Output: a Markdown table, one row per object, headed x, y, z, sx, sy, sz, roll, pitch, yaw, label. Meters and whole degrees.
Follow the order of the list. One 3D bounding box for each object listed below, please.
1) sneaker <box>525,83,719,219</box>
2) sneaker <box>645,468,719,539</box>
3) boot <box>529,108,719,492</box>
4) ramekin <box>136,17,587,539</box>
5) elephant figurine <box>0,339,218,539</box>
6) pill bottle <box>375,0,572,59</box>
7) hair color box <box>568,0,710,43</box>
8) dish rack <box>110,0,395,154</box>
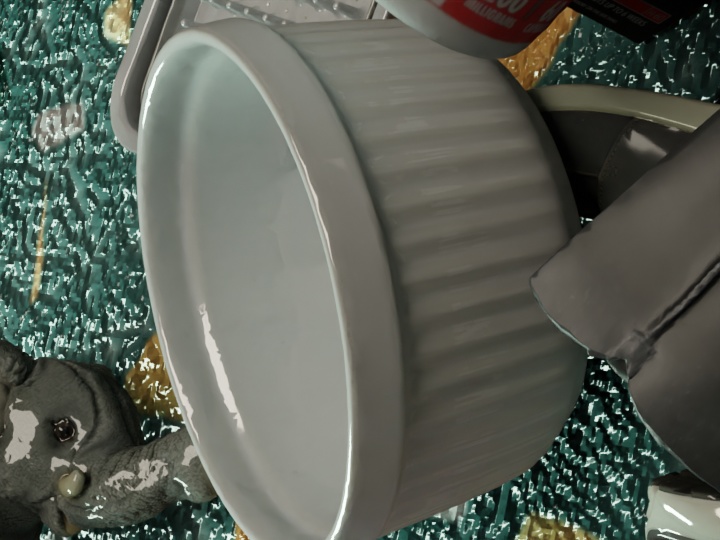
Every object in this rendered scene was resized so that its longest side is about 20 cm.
| x | y | z | sx | sy | sz | roll | pitch | yaw | label |
| --- | --- | --- | --- | --- | --- | --- | --- | --- | --- |
| 0.108 | -0.001 | 0.726 | 0.200 | 0.075 | 0.106 | 12 | 81 | 46 | sneaker |
| 0.175 | 0.112 | 0.638 | 0.200 | 0.077 | 0.085 | 11 | 107 | 46 | sneaker |
| 0.172 | -0.004 | 0.617 | 0.200 | 0.066 | 0.165 | -41 | 65 | 7 | boot |
| 0.000 | 0.000 | 0.770 | 0.200 | 0.105 | 0.200 | 42 | 138 | 53 | ramekin |
| -0.157 | 0.086 | 0.958 | 0.200 | 0.155 | 0.142 | -46 | 4 | 11 | elephant figurine |
| 0.073 | -0.172 | 0.647 | 0.200 | 0.114 | 0.114 | -45 | 49 | 26 | pill bottle |
| 0.139 | -0.164 | 0.733 | 0.200 | 0.101 | 0.061 | -32 | 56 | 36 | hair color box |
| -0.027 | -0.130 | 0.938 | 0.172 | 0.044 | 0.200 | 25 | 95 | 47 | dish rack |
